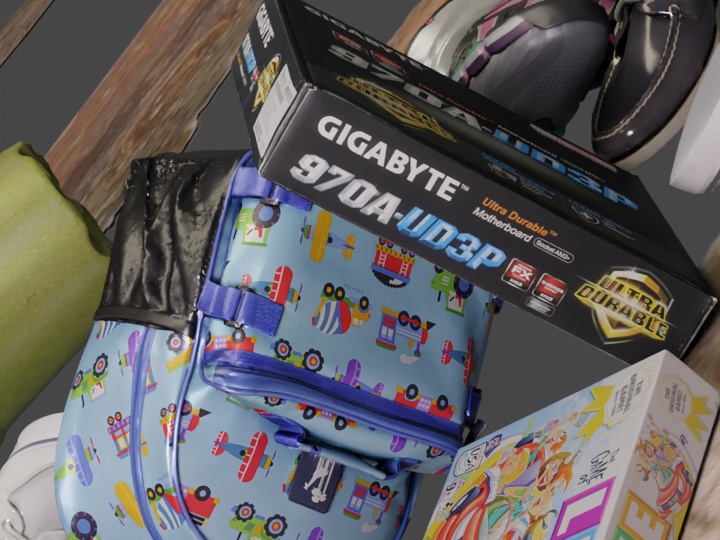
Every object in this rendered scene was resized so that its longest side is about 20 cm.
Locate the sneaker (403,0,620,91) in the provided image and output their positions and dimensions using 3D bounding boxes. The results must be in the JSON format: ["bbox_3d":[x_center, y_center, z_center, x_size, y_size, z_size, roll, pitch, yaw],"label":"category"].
[{"bbox_3d":[0.120,-0.137,1.341,0.086,0.080,0.200,30,71,40],"label":"sneaker"}]

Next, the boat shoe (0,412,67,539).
[{"bbox_3d":[-0.198,0.155,1.540,0.200,0.073,0.065,-47,21,45],"label":"boat shoe"}]

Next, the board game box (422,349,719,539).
[{"bbox_3d":[0.061,0.135,1.003,0.134,0.034,0.200,-30,28,46],"label":"board game box"}]

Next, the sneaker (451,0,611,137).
[{"bbox_3d":[0.070,-0.042,1.243,0.200,0.074,0.088,-53,46,43],"label":"sneaker"}]

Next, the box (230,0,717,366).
[{"bbox_3d":[0.044,-0.040,1.109,0.046,0.200,0.159,-59,16,15],"label":"box"}]

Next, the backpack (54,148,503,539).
[{"bbox_3d":[-0.039,0.062,1.165,0.134,0.182,0.201,-2,66,50],"label":"backpack"}]

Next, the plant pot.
[{"bbox_3d":[-0.262,0.016,1.782,0.184,0.201,0.200,-40,18,-1],"label":"plant pot"}]

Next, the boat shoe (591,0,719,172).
[{"bbox_3d":[0.143,-0.133,1.266,0.073,0.063,0.200,-25,33,48],"label":"boat shoe"}]

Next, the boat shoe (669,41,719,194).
[{"bbox_3d":[0.187,-0.084,1.070,0.200,0.066,0.072,118,175,-56],"label":"boat shoe"}]
